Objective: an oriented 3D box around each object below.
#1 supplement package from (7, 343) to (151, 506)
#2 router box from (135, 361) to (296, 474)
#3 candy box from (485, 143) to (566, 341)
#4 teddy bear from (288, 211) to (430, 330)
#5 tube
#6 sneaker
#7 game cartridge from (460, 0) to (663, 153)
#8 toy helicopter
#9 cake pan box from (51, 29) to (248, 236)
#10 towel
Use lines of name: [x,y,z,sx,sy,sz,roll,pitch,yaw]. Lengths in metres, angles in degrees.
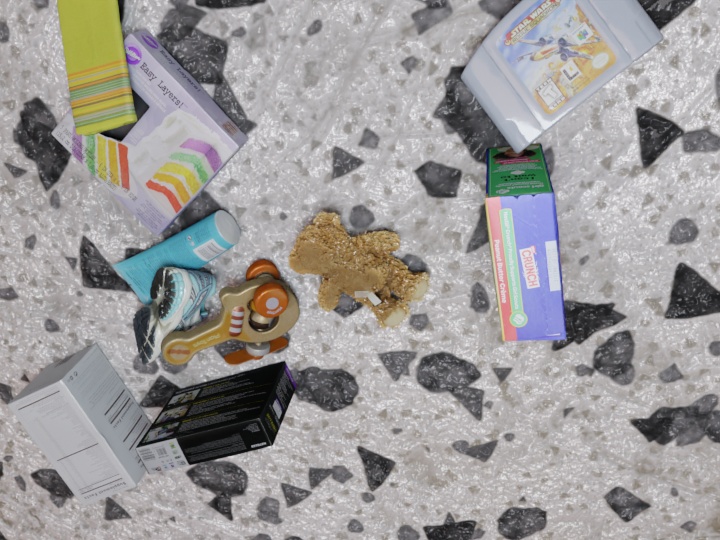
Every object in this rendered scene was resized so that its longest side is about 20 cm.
supplement package: [-0.417,0.239,1.086,0.112,0.110,0.202,-22,108,17]
router box: [-0.204,0.211,1.019,0.197,0.150,0.052,-16,110,16]
candy box: [0.189,-0.039,0.821,0.076,0.200,0.172,-6,112,11]
teddy bear: [0.000,0.000,0.951,0.197,0.067,0.146,17,124,-6]
tube: [-0.258,-0.017,0.988,0.198,0.051,0.078,-27,108,23]
sneaker: [-0.264,0.071,1.009,0.200,0.085,0.078,-48,57,42]
game cartridge: [0.219,-0.248,0.799,0.199,0.042,0.134,-38,95,17]
toy helicopter: [-0.177,0.084,0.977,0.198,0.079,0.134,-23,126,-7]
cake pan box: [-0.275,-0.177,0.917,0.184,0.052,0.200,-39,101,19]
towel: [-0.323,-0.272,0.859,0.085,0.018,0.203,-8,91,17]
